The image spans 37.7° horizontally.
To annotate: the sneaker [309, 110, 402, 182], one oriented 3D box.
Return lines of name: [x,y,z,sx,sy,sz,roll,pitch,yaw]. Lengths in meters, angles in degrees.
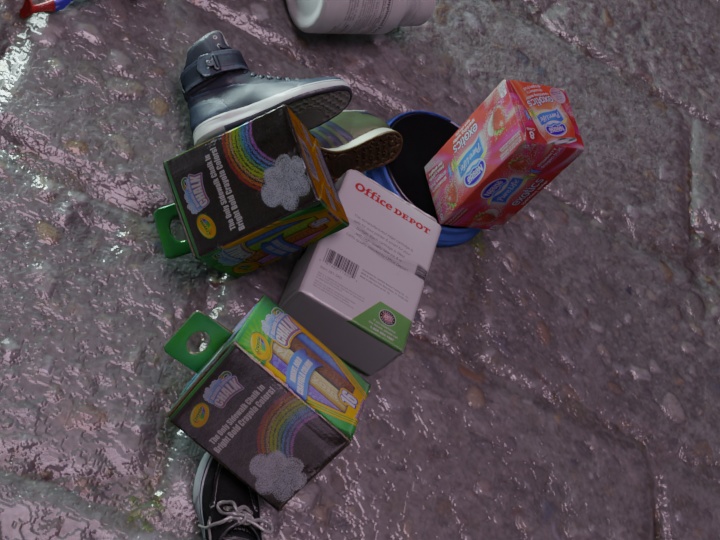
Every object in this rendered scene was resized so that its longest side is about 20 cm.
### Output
sneaker: [-0.052,-0.160,1.358,0.199,0.068,0.090,-16,43,-22]

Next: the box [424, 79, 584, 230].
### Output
box: [0.178,-0.142,1.342,0.099,0.200,0.096,4,60,-30]

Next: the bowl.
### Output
bowl: [0.100,-0.131,1.444,0.199,0.039,0.202,15,57,-24]

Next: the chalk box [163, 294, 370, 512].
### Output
chalk box: [-0.108,0.121,1.096,0.200,0.124,0.124,42,23,-5]

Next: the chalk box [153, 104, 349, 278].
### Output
chalk box: [-0.135,-0.076,1.191,0.124,0.198,0.126,35,33,-71]

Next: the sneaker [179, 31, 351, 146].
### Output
sneaker: [-0.122,-0.236,1.295,0.200,0.077,0.147,-16,64,-7]

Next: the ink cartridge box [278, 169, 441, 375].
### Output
ink cartridge box: [0.000,0.000,1.279,0.145,0.084,0.201,31,52,-13]

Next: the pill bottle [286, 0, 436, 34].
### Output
pill bottle: [0.005,-0.391,1.483,0.199,0.114,0.115,-8,68,-35]

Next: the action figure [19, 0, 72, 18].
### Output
action figure: [-0.321,-0.369,1.286,0.199,0.099,0.066,-25,80,-41]

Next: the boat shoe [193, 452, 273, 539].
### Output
boat shoe: [-0.128,0.265,1.061,0.073,0.068,0.201,16,57,-24]
